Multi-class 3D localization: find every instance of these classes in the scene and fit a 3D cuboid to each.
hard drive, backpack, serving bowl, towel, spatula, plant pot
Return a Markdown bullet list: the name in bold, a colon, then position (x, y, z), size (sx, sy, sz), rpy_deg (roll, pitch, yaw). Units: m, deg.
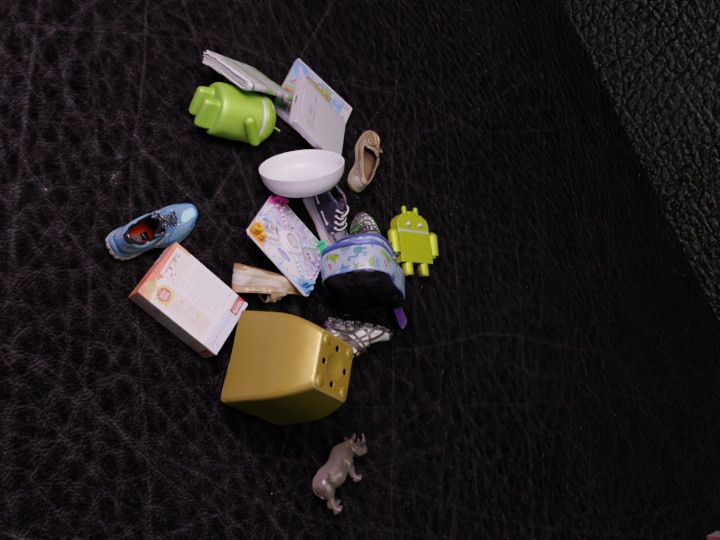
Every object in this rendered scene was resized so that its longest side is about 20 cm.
- **hard drive**: position (-0.103, -0.365, 1.572), size (0.200, 0.026, 0.133), rpy_deg (38, 53, -52)
- **backpack**: position (0.000, 0.000, 1.479), size (0.200, 0.182, 0.148), rpy_deg (54, 29, -58)
- **serving bowl**: position (-0.133, -0.218, 1.484), size (0.200, 0.199, 0.066), rpy_deg (-37, 133, -42)
- **towel**: position (-0.250, -0.433, 1.450), size (0.149, 0.031, 0.200), rpy_deg (39, 18, 16)
- **spatula**: position (0.064, 0.064, 1.658), size (0.201, 0.020, 0.057), rpy_deg (53, 29, -10)
- **plant pot**: position (-0.128, 0.196, 1.296), size (0.194, 0.199, 0.197), rpy_deg (38, 52, -47)

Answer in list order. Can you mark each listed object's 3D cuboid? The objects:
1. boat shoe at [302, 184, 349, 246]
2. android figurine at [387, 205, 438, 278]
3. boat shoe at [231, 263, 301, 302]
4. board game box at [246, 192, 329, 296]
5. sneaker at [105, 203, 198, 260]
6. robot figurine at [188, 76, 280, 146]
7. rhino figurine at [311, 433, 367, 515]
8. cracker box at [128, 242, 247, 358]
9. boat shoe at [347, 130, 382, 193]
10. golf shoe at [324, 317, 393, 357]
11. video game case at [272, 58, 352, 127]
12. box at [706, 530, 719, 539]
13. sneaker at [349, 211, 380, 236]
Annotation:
- **boat shoe**: position (-0.060, -0.124, 1.560), size (0.201, 0.092, 0.075), rpy_deg (58, 44, -11)
- **android figurine**: position (0.144, -0.079, 1.765), size (0.181, 0.041, 0.202), rpy_deg (6, 74, -40)
- **boat shoe**: position (-0.205, 0.037, 1.407), size (0.199, 0.073, 0.070), rpy_deg (18, 88, -45)
- **board game box**: position (-0.155, -0.068, 1.459), size (0.200, 0.026, 0.200), rpy_deg (49, 29, -18)
- **sneaker**: position (-0.395, -0.081, 1.257), size (0.200, 0.090, 0.079), rpy_deg (-37, 101, -43)
- **robot figurine**: position (-0.277, -0.351, 1.429), size (0.199, 0.116, 0.176), rpy_deg (3, 43, -40)
- **rhino figurine**: position (-0.039, 0.438, 1.424), size (0.087, 0.060, 0.200), rpy_deg (46, 47, -7)
- **cracker box**: position (-0.341, 0.062, 1.281), size (0.200, 0.058, 0.134), rpy_deg (44, 52, -21)
- **boat shoe**: position (0.023, -0.298, 1.711), size (0.073, 0.062, 0.201), rpy_deg (30, 58, -30)
- **golf shoe**: position (-0.009, 0.169, 1.540), size (0.199, 0.077, 0.095), rpy_deg (10, 87, -37)
- **video game case**: position (-0.122, -0.421, 1.652), size (0.200, 0.022, 0.183), rpy_deg (38, 55, -26)
- **box**: position (1.445, 1.118, 2.446), size (0.106, 0.152, 0.202), rpy_deg (4, 73, -39)
- **sneaker**: position (0.027, -0.055, 1.606), size (0.085, 0.077, 0.201), rpy_deg (-81, 155, -65)
